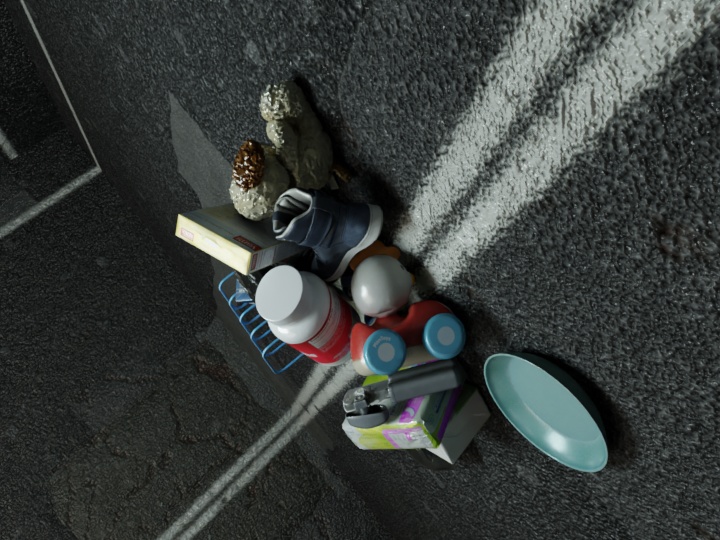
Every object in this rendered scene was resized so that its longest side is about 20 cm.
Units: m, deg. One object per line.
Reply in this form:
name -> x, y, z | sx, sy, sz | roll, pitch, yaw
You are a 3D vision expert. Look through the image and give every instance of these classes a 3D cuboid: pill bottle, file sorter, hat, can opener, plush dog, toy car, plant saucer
pill bottle -> -0.080, 0.073, 0.910 | 0.111, 0.114, 0.200 | 35, 174, 34
file sorter -> -0.191, 0.089, 1.192 | 0.201, 0.121, 0.140 | 50, 167, 27
hat -> 0.135, 0.327, 1.195 | 0.198, 0.081, 0.204 | 33, 150, 22
can opener -> 0.065, 0.196, 0.896 | 0.054, 0.193, 0.069 | -81, -27, -66
plush dog -> -0.119, -0.142, 0.843 | 0.160, 0.171, 0.202 | 44, 157, 14
toy car -> 0.055, 0.046, 0.870 | 0.185, 0.170, 0.208 | 107, 150, -80
plant saucer -> 0.256, 0.183, 0.778 | 0.199, 0.036, 0.203 | 42, 156, 23

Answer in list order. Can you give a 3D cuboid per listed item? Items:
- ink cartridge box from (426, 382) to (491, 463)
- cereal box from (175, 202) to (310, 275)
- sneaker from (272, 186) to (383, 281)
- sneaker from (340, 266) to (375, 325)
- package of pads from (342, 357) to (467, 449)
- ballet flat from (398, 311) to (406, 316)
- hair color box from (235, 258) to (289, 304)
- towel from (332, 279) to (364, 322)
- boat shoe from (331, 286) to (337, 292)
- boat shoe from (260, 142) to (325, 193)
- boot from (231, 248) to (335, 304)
ink cartridge box -> 0.127, 0.252, 1.036 | 0.068, 0.117, 0.198 | 55, 159, -23
cereal box -> -0.172, -0.061, 0.898 | 0.141, 0.199, 0.041 | 26, 114, 19
sneaker -> -0.072, -0.050, 0.841 | 0.202, 0.141, 0.080 | 136, 136, -54
sneaker -> 0.000, 0.000, 0.950 | 0.204, 0.081, 0.073 | 59, 159, -13
package of pads -> 0.073, 0.229, 0.976 | 0.196, 0.156, 0.069 | -18, 119, 45
ballet flat -> 0.062, 0.120, 1.050 | 0.203, 0.066, 0.077 | 81, 163, -54
hair color box -> -0.173, -0.041, 1.055 | 0.059, 0.209, 0.099 | -6, 168, 36
towel -> -0.032, 0.037, 1.153 | 0.191, 0.034, 0.204 | 22, 146, 57
boat shoe -> -0.077, 0.073, 1.175 | 0.073, 0.075, 0.199 | 54, 172, -24
boat shoe -> -0.122, -0.142, 0.994 | 0.198, 0.075, 0.062 | 39, 146, 8
boot -> -0.123, -0.004, 0.976 | 0.078, 0.159, 0.214 | 24, 155, 33
